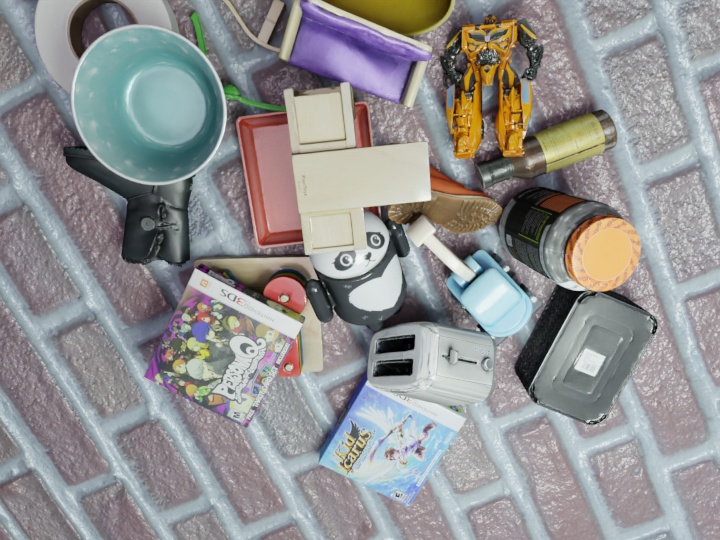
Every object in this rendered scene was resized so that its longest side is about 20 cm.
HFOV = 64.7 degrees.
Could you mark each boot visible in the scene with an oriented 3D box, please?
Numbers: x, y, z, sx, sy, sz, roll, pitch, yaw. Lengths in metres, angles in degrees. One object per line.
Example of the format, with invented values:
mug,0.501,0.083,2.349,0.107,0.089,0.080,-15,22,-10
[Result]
boot,-0.355,-0.095,0.868,0.200,0.076,0.169,9,101,-8
boot,0.123,-0.120,0.856,0.200,0.107,0.075,8,139,-27

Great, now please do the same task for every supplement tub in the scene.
supplement tub,0.288,-0.045,0.800,0.122,0.200,0.123,-3,107,-10

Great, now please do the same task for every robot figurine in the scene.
robot figurine,0.000,0.002,0.840,0.124,0.151,0.200,-3,136,20
robot figurine,0.184,-0.263,0.808,0.145,0.058,0.201,1,96,19

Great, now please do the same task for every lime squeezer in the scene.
lime squeezer,-0.194,-0.281,0.837,0.071,0.038,0.200,-45,88,-5

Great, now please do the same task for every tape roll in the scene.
tape roll,-0.367,-0.338,0.827,0.202,0.037,0.203,0,105,1

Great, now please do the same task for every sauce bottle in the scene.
sauce bottle,0.272,-0.176,0.844,0.200,0.065,0.065,-19,103,5

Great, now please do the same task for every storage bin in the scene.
storage bin,0.354,0.126,0.907,0.135,0.094,0.200,22,103,-5

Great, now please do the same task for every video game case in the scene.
video game case,0.052,0.284,0.977,0.181,0.045,0.200,28,103,-5
video game case,-0.208,0.118,0.870,0.181,0.036,0.200,28,103,-5

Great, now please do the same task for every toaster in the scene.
toaster,0.099,0.140,0.864,0.129,0.200,0.114,18,72,-31

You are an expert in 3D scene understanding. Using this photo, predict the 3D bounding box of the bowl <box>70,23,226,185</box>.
bowl,-0.277,-0.226,0.785,0.200,0.105,0.201,-1,107,-3

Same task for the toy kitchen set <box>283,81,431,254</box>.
toy kitchen set,0.001,-0.144,0.761,0.163,0.180,0.201,-5,105,2

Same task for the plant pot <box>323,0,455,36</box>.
plant pot,0.037,-0.425,0.735,0.199,0.200,0.142,13,81,-2

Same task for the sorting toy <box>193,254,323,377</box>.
sorting toy,-0.166,0.080,0.915,0.199,0.070,0.199,-2,104,2

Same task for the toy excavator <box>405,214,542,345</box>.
toy excavator,0.165,0.009,0.837,0.100,0.200,0.195,-43,68,11

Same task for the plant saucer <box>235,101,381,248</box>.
plant saucer,-0.075,-0.145,0.873,0.199,0.037,0.201,-6,103,3

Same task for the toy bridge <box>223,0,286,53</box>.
toy bridge,-0.130,-0.358,0.823,0.200,0.027,0.067,26,104,-7

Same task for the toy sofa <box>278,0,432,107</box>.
toy sofa,-0.008,-0.296,0.780,0.200,0.098,0.083,15,105,-18
